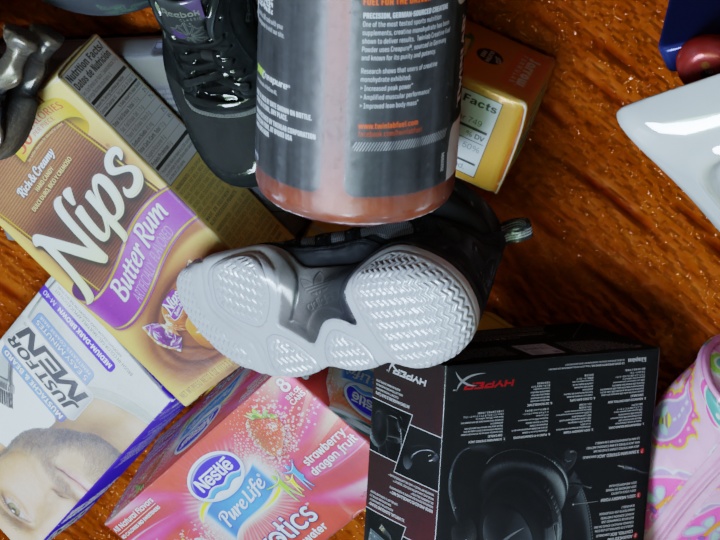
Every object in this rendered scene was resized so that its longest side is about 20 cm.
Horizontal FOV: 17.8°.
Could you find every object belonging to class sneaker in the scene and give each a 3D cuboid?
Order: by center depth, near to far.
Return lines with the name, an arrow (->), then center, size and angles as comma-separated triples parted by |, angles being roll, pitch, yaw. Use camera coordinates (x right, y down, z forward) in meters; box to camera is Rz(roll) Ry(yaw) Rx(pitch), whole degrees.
sneaker -> -0.084, -0.129, 1.186 | 0.075, 0.088, 0.201 | 0, 114, 18
sneaker -> 0.000, 0.000, 1.262 | 0.199, 0.114, 0.076 | 0, 121, 38

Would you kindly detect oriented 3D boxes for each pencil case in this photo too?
pencil case -> 0.189, 0.126, 1.335 | 0.087, 0.088, 0.200 | 31, 129, 0

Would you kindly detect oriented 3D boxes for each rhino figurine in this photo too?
rhino figurine -> -0.237, -0.127, 1.309 | 0.200, 0.060, 0.088 | 40, 108, 46

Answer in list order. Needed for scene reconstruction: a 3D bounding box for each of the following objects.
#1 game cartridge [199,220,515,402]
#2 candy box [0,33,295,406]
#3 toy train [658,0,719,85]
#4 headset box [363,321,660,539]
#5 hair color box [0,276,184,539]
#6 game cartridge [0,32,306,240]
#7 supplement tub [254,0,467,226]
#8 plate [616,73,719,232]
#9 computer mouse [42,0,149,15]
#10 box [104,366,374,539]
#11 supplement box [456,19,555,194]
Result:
game cartridge -> 0.021, 0.076, 1.410 | 0.200, 0.032, 0.176 | 32, 130, -3
candy box -> -0.128, -0.026, 1.344 | 0.200, 0.057, 0.117 | 46, 129, -10
toy train -> 0.260, -0.108, 1.146 | 0.199, 0.085, 0.116 | -10, 130, 28
headset box -> 0.082, 0.137, 1.291 | 0.077, 0.148, 0.201 | 21, 111, 56
hair color box -> -0.187, 0.084, 1.469 | 0.109, 0.065, 0.200 | 47, 131, 5
game cartridge -> -0.138, -0.079, 1.366 | 0.199, 0.038, 0.130 | 0, 119, 23
supplement tub -> 0.001, -0.131, 1.148 | 0.107, 0.107, 0.201 | 11, 116, 16
plate -> 0.257, -0.049, 1.152 | 0.199, 0.032, 0.199 | -16, 145, 28
computer mouse -> -0.187, -0.177, 1.264 | 0.199, 0.053, 0.139 | 15, 173, 7
box -> -0.051, 0.111, 1.383 | 0.100, 0.096, 0.200 | 42, 129, -9
supplement box -> 0.002, -0.119, 1.255 | 0.199, 0.067, 0.069 | 26, 126, 4
